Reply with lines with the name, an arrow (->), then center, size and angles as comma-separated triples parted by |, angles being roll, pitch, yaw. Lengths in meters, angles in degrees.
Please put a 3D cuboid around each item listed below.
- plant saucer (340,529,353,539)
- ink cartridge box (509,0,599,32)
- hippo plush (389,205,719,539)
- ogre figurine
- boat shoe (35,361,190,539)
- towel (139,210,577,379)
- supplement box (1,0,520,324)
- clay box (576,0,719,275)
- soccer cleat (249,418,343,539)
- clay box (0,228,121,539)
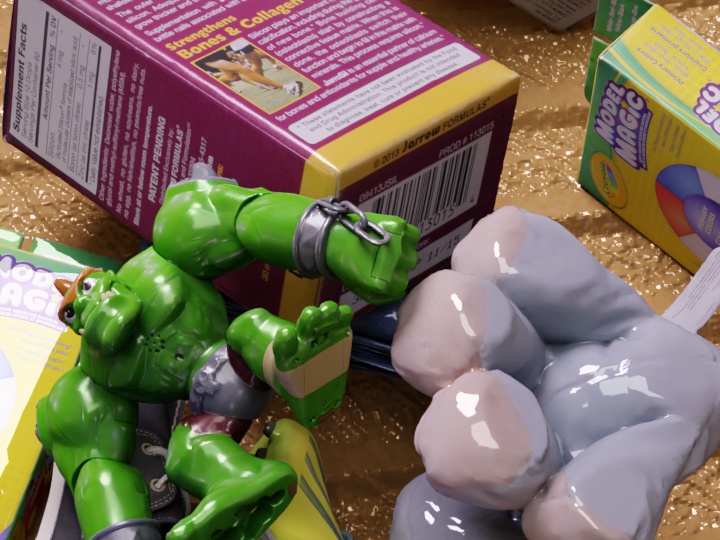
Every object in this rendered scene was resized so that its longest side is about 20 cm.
plant saucer -> -0.038, 0.183, 1.287 | 0.070, 0.019, 0.200 | 2, 38, -2
ink cartridge box -> 0.046, -0.234, 1.485 | 0.043, 0.200, 0.174 | -27, 53, 33
hippo plush -> 0.073, 0.072, 1.307 | 0.159, 0.161, 0.200 | 49, 50, 8
ogre figurine -> -0.069, 0.044, 1.265 | 0.098, 0.201, 0.120 | -7, 35, -47
boat shoe -> -0.100, 0.104, 1.331 | 0.067, 0.072, 0.201 | 0, 63, 29
towel -> 0.000, 0.000, 1.410 | 0.199, 0.049, 0.112 | 16, 41, 7
supplement box -> -0.048, -0.073, 1.365 | 0.200, 0.103, 0.131 | 35, 43, 28
clay box -> 0.173, -0.040, 1.410 | 0.200, 0.115, 0.048 | 38, 66, 18
soccer cleat -> -0.024, 0.140, 1.296 | 0.083, 0.065, 0.200 | 26, 27, -19
clay box -> -0.190, 0.057, 1.367 | 0.114, 0.048, 0.201 | 15, 62, 6
